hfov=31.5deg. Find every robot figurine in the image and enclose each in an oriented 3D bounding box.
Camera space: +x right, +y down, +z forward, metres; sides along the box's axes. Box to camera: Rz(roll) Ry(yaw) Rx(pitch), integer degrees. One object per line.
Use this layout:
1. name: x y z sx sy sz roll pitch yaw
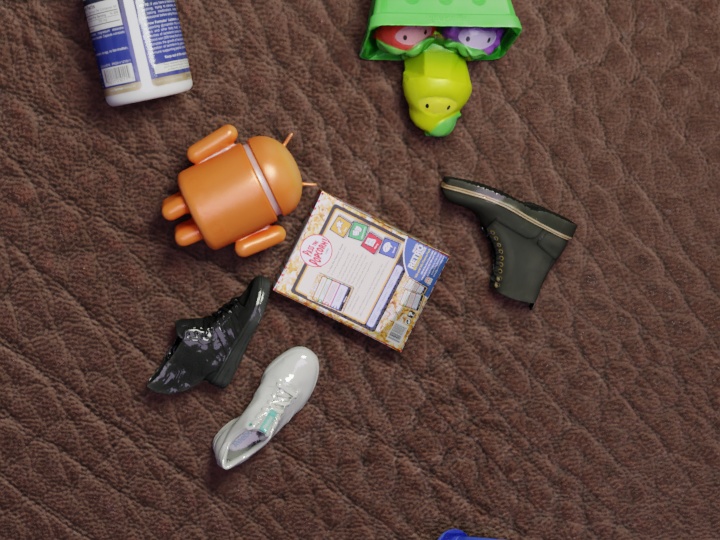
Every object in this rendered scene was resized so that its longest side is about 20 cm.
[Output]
1. robot figurine: -0.162 -0.101 1.683 0.199 0.117 0.144 -27 66 -2

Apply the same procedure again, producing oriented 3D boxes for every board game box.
1. board game box: 0.000 0.000 1.752 0.199 0.046 0.152 27 95 -10

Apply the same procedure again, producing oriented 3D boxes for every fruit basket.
1. fruit basket: 0.102 -0.285 1.681 0.214 0.156 0.217 1 81 -7

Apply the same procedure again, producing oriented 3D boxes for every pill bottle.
1. pill bottle: -0.290 -0.318 1.632 0.115 0.116 0.201 -12 100 -5

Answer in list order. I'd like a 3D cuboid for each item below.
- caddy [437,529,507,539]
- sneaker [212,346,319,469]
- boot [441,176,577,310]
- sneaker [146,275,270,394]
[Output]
1. caddy: 0.153 0.463 1.787 0.105 0.141 0.201 -11 80 34
2. sneaker: -0.124 0.195 1.746 0.075 0.088 0.200 38 92 -10
3. boot: 0.185 -0.038 1.759 0.199 0.077 0.139 22 100 -9
4. sneaker: -0.205 0.085 1.733 0.104 0.060 0.201 23 99 -14
